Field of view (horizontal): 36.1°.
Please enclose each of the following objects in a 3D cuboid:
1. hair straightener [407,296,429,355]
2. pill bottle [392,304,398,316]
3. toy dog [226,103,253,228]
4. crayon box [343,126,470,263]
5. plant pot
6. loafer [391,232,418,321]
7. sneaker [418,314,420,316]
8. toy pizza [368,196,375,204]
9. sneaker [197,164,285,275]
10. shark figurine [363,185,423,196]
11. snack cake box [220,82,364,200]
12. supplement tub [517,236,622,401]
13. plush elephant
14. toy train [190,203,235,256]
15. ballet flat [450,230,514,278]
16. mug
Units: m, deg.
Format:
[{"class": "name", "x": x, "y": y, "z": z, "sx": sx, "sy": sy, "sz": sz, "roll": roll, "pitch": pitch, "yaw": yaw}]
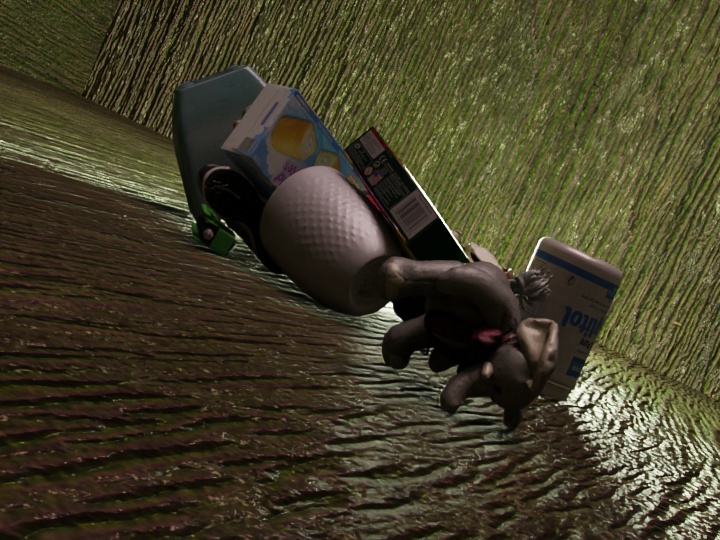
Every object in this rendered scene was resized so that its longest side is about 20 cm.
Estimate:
[{"class": "hair straightener", "x": 0.089, "y": 0.062, "z": 1.430, "sx": 0.040, "sy": 0.079, "sz": 0.200, "roll": -2, "pitch": 15, "yaw": -7}, {"class": "pill bottle", "x": 0.157, "y": 0.053, "z": 1.683, "sx": 0.197, "sy": 0.114, "sz": 0.112, "roll": 24, "pitch": 5, "yaw": -13}, {"class": "toy dog", "x": -0.157, "y": -0.132, "z": 1.568, "sx": 0.095, "sy": 0.204, "sz": 0.132, "roll": -15, "pitch": 14, "yaw": -10}, {"class": "crayon box", "x": 0.073, "y": -0.067, "z": 1.446, "sx": 0.173, "sy": 0.058, "sz": 0.201, "roll": 48, "pitch": 7, "yaw": -49}, {"class": "plant pot", "x": -0.200, "y": -0.207, "z": 1.717, "sx": 0.193, "sy": 0.203, "sz": 0.196, "roll": -20, "pitch": 14, "yaw": -9}, {"class": "loafer", "x": 0.076, "y": 0.021, "z": 1.559, "sx": 0.200, "sy": 0.072, "sz": 0.073, "roll": 44, "pitch": 34, "yaw": -11}, {"class": "sneaker", "x": 0.170, "y": 0.086, "z": 1.504, "sx": 0.197, "sy": 0.093, "sz": 0.078, "roll": 25, "pitch": 4, "yaw": 13}, {"class": "toy pizza", "x": -0.041, "y": -0.082, "z": 1.747, "sx": 0.199, "sy": 0.201, "sz": 0.032, "roll": 27, "pitch": -25, "yaw": 35}, {"class": "sneaker", "x": -0.146, "y": -0.074, "z": 1.494, "sx": 0.200, "sy": 0.074, "sz": 0.079, "roll": 49, "pitch": -6, "yaw": -32}, {"class": "shark figurine", "x": 0.007, "y": -0.062, "z": 1.651, "sx": 0.211, "sy": 0.129, "sz": 0.090, "roll": 8, "pitch": 41, "yaw": -19}, {"class": "snack cake box", "x": -0.087, "y": -0.141, "z": 1.499, "sx": 0.067, "sy": 0.116, "sz": 0.200, "roll": 19, "pitch": -21, "yaw": 42}, {"class": "supplement tub", "x": 0.276, "y": 0.067, "z": 1.569, "sx": 0.130, "sy": 0.203, "sz": 0.132, "roll": 22, "pitch": 5, "yaw": -2}, {"class": "plush elephant", "x": 0.120, "y": 0.080, "z": 1.101, "sx": 0.196, "sy": 0.166, "sz": 0.157, "roll": -9, "pitch": 53, "yaw": -11}, {"class": "toy train", "x": -0.201, "y": -0.055, "z": 1.517, "sx": 0.056, "sy": 0.042, "sz": 0.200, "roll": 33, "pitch": 3, "yaw": -13}, {"class": "ballet flat", "x": 0.144, "y": -0.016, "z": 1.562, "sx": 0.068, "sy": 0.068, "sz": 0.199, "roll": -28, "pitch": 43, "yaw": -36}, {"class": "mug", "x": -0.012, "y": -0.020, "z": 1.441, "sx": 0.199, "sy": 0.149, "sz": 0.175, "roll": 27, "pitch": 13, "yaw": -47}]
